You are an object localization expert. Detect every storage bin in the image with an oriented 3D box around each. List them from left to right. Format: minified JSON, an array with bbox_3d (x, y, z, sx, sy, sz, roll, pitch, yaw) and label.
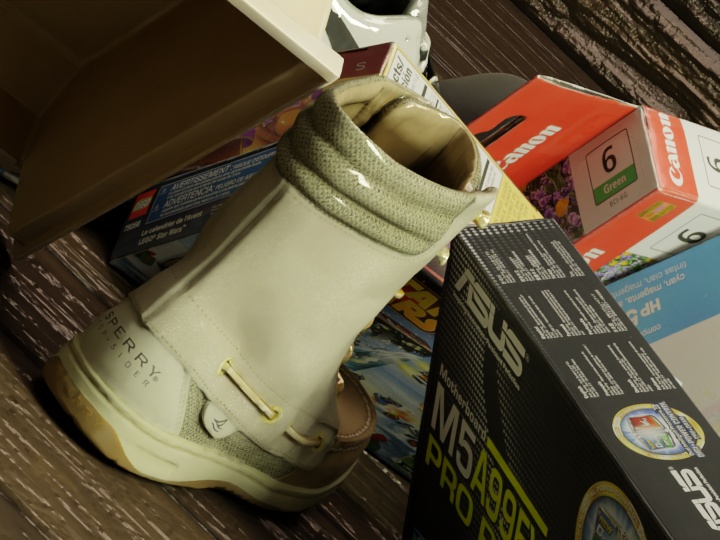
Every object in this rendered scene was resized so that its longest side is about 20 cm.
[{"bbox_3d":[-0.133,-0.120,0.984,0.200,0.198,0.094,37,47,-26],"label":"storage bin"}]

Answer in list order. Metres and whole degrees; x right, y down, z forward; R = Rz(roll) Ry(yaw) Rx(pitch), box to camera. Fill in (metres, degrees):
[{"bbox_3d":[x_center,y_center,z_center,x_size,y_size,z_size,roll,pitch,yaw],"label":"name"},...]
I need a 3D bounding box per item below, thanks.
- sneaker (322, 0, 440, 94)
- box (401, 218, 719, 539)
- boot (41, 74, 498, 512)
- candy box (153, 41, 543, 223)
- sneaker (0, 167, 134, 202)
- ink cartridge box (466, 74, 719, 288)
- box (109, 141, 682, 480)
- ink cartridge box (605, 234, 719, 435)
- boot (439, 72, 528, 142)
[{"bbox_3d":[0.007,-0.082,1.248,0.074,0.088,0.200,52,4,40],"label":"sneaker"},{"bbox_3d":[0.076,0.101,1.007,0.044,0.161,0.200,-6,36,-21],"label":"box"},{"bbox_3d":[-0.010,0.008,1.026,0.072,0.155,0.200,48,14,22],"label":"boot"},{"bbox_3d":[0.012,-0.011,1.205,0.200,0.116,0.057,47,50,-39],"label":"candy box"},{"bbox_3d":[-0.117,-0.063,1.189,0.072,0.072,0.200,2,-2,30],"label":"sneaker"},{"bbox_3d":[0.124,-0.026,1.362,0.199,0.109,0.051,15,54,-39],"label":"ink cartridge box"},{"bbox_3d":[0.015,0.021,1.157,0.200,0.136,0.040,38,57,-30],"label":"box"},{"bbox_3d":[0.192,0.101,1.352,0.128,0.125,0.201,29,45,-50],"label":"ink cartridge box"},{"bbox_3d":[-0.012,-0.060,1.390,0.199,0.074,0.075,1,-9,-17],"label":"boot"}]
